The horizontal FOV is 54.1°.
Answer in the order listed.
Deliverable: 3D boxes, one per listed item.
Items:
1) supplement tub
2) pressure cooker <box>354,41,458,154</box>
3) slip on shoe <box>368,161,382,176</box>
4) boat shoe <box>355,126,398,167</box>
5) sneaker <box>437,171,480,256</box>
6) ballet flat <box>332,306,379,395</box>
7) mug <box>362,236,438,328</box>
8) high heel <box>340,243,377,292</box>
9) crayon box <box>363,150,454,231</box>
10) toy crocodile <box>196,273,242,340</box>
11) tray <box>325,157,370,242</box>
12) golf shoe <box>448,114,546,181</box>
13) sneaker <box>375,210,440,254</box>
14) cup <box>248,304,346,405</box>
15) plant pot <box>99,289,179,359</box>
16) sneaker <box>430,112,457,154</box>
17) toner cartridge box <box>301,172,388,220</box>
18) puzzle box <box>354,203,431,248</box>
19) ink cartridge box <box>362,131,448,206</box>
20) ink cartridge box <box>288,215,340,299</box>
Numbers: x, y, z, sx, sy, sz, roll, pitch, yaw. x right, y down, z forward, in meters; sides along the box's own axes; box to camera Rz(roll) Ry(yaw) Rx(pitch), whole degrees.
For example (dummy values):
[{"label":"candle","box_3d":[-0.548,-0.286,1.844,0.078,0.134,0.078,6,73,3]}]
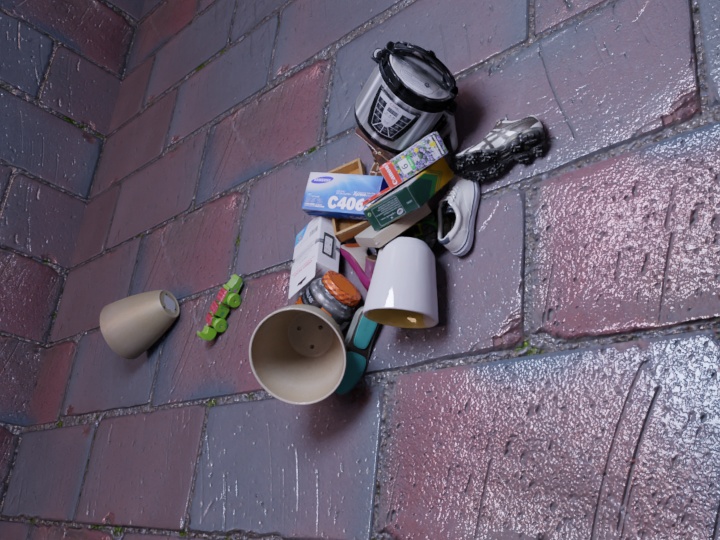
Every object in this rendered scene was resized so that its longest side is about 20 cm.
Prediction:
[{"label":"supplement tub","box_3d":[-0.095,0.106,1.577,0.201,0.122,0.123,-51,41,16]},{"label":"pressure cooker","box_3d":[0.095,-0.367,1.456,0.200,0.173,0.181,-50,53,45]},{"label":"slip on shoe","box_3d":[0.079,-0.264,1.635,0.075,0.060,0.203,26,108,19]},{"label":"boat shoe","box_3d":[0.064,-0.254,1.570,0.199,0.070,0.071,36,108,15]},{"label":"sneaker","box_3d":[0.194,-0.132,1.418,0.072,0.070,0.203,-21,53,40]},{"label":"ballet flat","box_3d":[-0.011,0.169,1.509,0.203,0.067,0.064,-66,12,-4]},{"label":"mug","box_3d":[0.074,0.023,1.402,0.185,0.148,0.156,-11,65,47]},{"label":"high heel","box_3d":[0.000,0.000,1.587,0.200,0.066,0.098,-141,48,-65]},{"label":"crayon box","box_3d":[0.106,-0.162,1.426,0.125,0.052,0.200,-26,12,42]},{"label":"toy crocodile","box_3d":[-0.387,0.103,1.957,0.067,0.061,0.202,34,96,51]},{"label":"tray","box_3d":[-0.025,-0.170,1.694,0.097,0.037,0.203,-21,53,15]},{"label":"golf shoe","box_3d":[0.269,-0.244,1.394,0.197,0.078,0.096,-15,46,26]},{"label":"sneaker","box_3d":[0.106,-0.065,1.498,0.199,0.079,0.085,-21,19,48]},{"label":"cup","box_3d":[-0.115,0.153,1.454,0.201,0.200,0.143,-50,3,16]},{"label":"plant pot","box_3d":[-0.662,0.144,2.176,0.198,0.187,0.189,-29,49,17]},{"label":"sneaker","box_3d":[0.181,-0.349,1.553,0.075,0.080,0.203,-36,64,49]},{"label":"toner cartridge box","box_3d":[-0.036,-0.171,1.634,0.197,0.043,0.097,7,75,28]},{"label":"puzzle box","box_3d":[0.063,-0.094,1.470,0.132,0.026,0.200,-34,9,-7]},{"label":"ink cartridge box","box_3d":[0.076,-0.204,1.417,0.198,0.051,0.109,-32,8,5]},{"label":"ink cartridge box","box_3d":[-0.106,-0.023,1.668,0.116,0.067,0.202,-39,34,39]}]
